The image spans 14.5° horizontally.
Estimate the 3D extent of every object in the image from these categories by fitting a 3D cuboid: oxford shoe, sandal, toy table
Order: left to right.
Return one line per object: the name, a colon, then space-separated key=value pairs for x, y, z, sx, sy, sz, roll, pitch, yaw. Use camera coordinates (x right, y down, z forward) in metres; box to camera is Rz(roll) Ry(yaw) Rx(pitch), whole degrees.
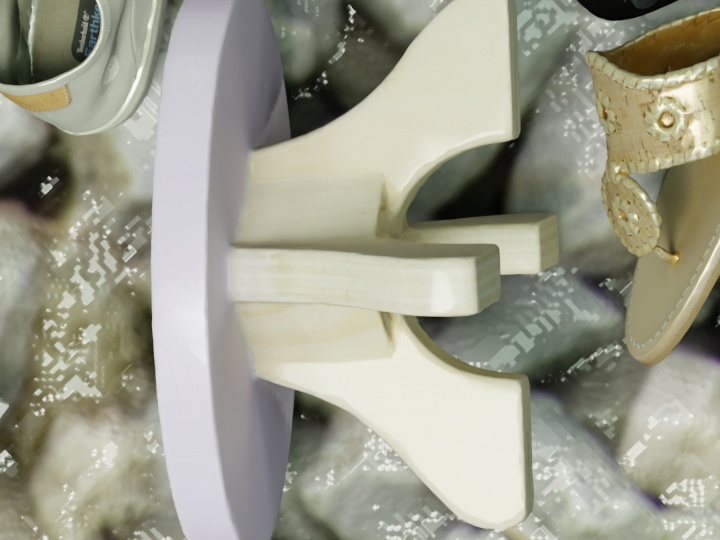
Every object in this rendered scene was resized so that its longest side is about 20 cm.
oxford shoe: x=-0.099 y=-0.147 z=0.999 sx=0.075 sy=0.058 sz=0.200 roll=12 pitch=99 yaw=34
toy table: x=0.000 y=0.000 z=0.989 sx=0.117 sy=0.184 sz=0.200 roll=-1 pitch=107 yaw=13
sandal: x=0.116 y=-0.075 z=1.015 sx=0.070 sy=0.078 sz=0.212 roll=21 pitch=103 yaw=-16

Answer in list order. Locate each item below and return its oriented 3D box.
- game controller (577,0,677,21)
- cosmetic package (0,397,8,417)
game controller: x=0.110 y=-0.178 z=0.980 sx=0.104 sy=0.042 sz=0.200 roll=-19 pitch=135 yaw=-7
cosmetic package: x=-0.212 y=0.050 z=0.965 sx=0.051 sy=0.200 sz=0.083 roll=36 pitch=96 yaw=31
